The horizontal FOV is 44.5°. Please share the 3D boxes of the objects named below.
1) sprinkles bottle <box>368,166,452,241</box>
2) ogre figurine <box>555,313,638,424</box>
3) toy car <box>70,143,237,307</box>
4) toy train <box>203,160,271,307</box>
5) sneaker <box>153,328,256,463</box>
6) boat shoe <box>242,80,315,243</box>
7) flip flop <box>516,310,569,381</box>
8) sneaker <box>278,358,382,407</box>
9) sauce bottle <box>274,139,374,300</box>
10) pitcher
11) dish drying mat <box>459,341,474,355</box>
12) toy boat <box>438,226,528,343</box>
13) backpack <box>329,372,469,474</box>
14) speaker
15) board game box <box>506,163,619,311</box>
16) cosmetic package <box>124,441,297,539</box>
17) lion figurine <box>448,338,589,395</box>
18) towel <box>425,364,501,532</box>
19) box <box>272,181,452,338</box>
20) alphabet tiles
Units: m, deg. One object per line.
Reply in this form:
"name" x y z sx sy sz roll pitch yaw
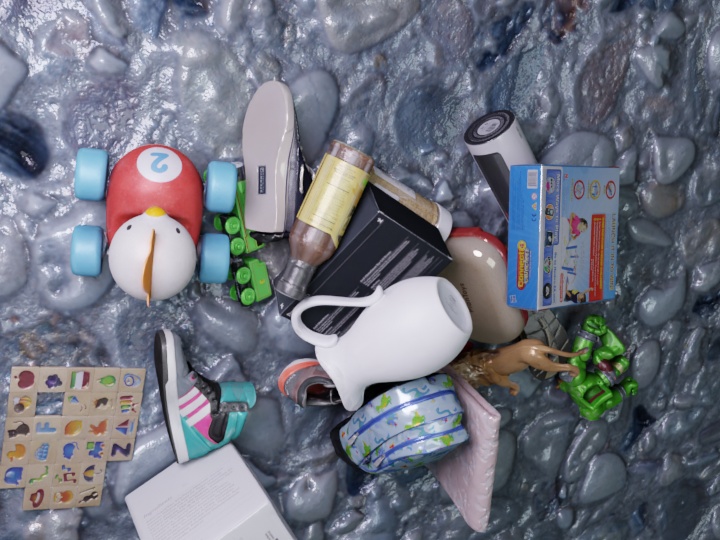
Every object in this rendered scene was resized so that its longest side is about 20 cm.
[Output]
"sprinkles bottle" 0.035 -0.095 1.206 0.199 0.068 0.068 27 94 -32
"ogre figurine" 0.395 0.174 1.478 0.120 0.098 0.200 -44 145 -14
"toy car" -0.230 -0.041 0.982 0.183 0.200 0.178 4 107 -14
"toy train" -0.155 -0.048 1.137 0.056 0.042 0.201 -25 117 -34
"sneaker" -0.201 0.157 1.160 0.120 0.084 0.201 -13 122 -18
"boat shoe" -0.097 -0.136 1.128 0.093 0.074 0.201 -3 101 -57
"flip flop" 0.270 0.084 1.410 0.081 0.058 0.201 -34 105 -8
"sneaker" -0.014 0.162 1.261 0.199 0.082 0.077 -12 121 -22
"sauce bottle" -0.049 -0.061 1.099 0.065 0.065 0.201 23 96 -32
"pitcher" 0.025 0.073 1.129 0.200 0.121 0.172 -31 115 25
"dish drying mat" 0.088 0.109 1.338 0.199 0.018 0.077 28 95 -33
"toy boat" 0.187 0.009 1.310 0.131 0.130 0.201 -49 128 -39
"backpack" 0.068 0.218 1.247 0.162 0.154 0.200 -3 139 -29
"speaker" 0.228 -0.132 1.289 0.081 0.081 0.200 -40 122 -10
"board game box" 0.294 -0.051 1.265 0.195 0.056 0.201 -4 97 -43
"cosmetic package" -0.186 0.357 1.173 0.165 0.200 0.165 -34 120 -13
"lion figurine" 0.232 0.137 1.331 0.200 0.073 0.122 -31 136 31
"towel" 0.142 0.253 1.308 0.032 0.191 0.201 -10 118 -23
"box" 0.000 0.000 1.176 0.141 0.079 0.200 30 116 -35
"alphabet tiles" -0.374 0.218 1.137 0.166 0.008 0.201 4 106 -30
